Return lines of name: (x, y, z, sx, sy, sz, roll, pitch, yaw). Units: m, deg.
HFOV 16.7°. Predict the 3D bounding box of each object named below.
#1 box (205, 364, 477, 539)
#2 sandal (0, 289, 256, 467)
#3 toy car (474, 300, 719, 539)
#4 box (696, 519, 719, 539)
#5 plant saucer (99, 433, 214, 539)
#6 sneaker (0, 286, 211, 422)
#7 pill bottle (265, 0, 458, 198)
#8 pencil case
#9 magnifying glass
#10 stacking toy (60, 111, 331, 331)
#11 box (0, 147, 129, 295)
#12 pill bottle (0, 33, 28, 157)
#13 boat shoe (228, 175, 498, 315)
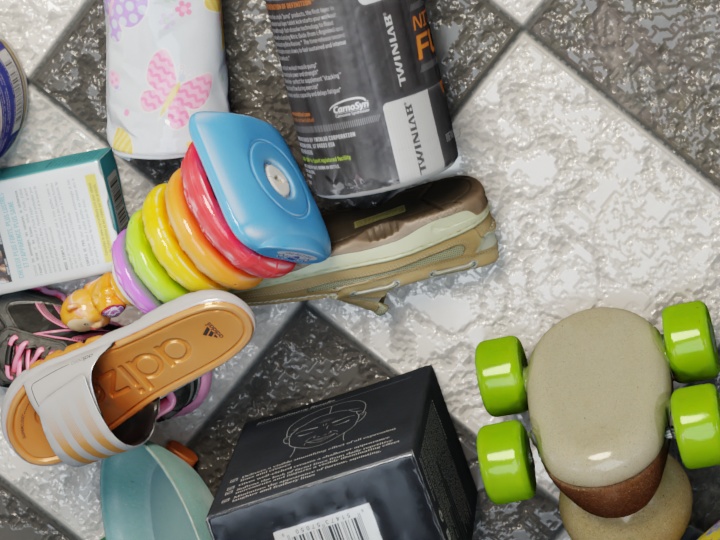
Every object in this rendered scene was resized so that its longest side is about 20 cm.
box: (-0.008, 0.160, 1.677, 0.148, 0.200, 0.108, -18, 103, 10)
sandal: (-0.161, 0.081, 1.640, 0.206, 0.059, 0.079, -31, 123, 22)
toy car: (0.182, 0.141, 1.712, 0.163, 0.158, 0.201, -11, 131, 12)
box: (0.248, 0.302, 1.668, 0.193, 0.122, 0.200, 46, 118, 1)
plant saucer: (-0.125, 0.205, 1.705, 0.036, 0.200, 0.201, -16, 104, -25)
sneaker: (-0.207, 0.065, 1.729, 0.199, 0.095, 0.079, 11, 106, 4)
pill bottle: (-0.005, -0.157, 1.647, 0.106, 0.106, 0.201, -12, 103, 8)
pencil case: (-0.138, -0.175, 1.668, 0.090, 0.083, 0.201, -5, 104, 1)
magnifying glass: (-0.181, 0.211, 1.802, 0.079, 0.022, 0.200, 33, 106, -3)
stacking toy: (-0.129, -0.010, 1.661, 0.200, 0.116, 0.110, -33, 69, 24)
box: (-0.266, -0.026, 1.735, 0.199, 0.049, 0.083, -10, 103, 8)
pill bottle: (-0.301, -0.103, 1.641, 0.119, 0.200, 0.120, 1, 104, 6)
boat shoe: (0.000, 0.000, 1.710, 0.199, 0.072, 0.076, -14, 118, 10)
